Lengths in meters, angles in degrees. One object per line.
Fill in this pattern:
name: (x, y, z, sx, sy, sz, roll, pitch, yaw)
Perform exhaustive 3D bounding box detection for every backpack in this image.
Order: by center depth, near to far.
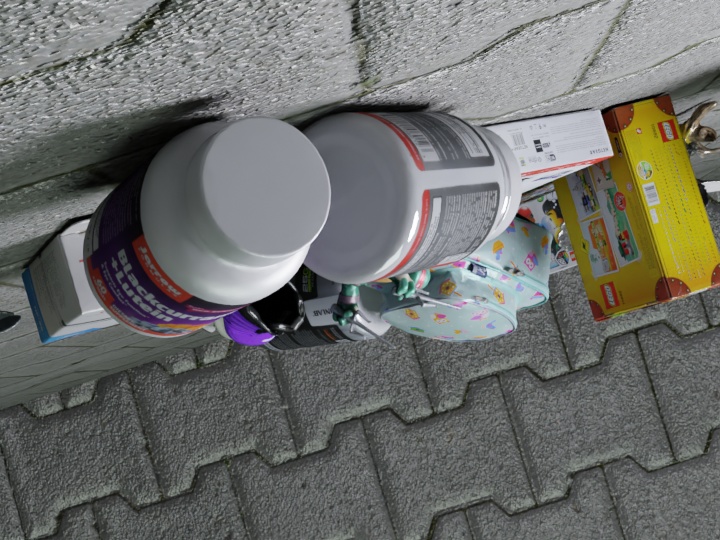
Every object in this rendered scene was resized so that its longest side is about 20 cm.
backpack: (0.120, 0.000, 1.547, 0.198, 0.156, 0.175, 9, 162, -38)

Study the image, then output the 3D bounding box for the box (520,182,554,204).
box: (0.194, -0.107, 1.577, 0.135, 0.038, 0.200, -16, 176, -26)

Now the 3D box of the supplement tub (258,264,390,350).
supplement tub: (-0.064, 0.031, 1.627, 0.198, 0.124, 0.122, -9, -179, 31)

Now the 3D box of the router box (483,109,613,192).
router box: (0.115, -0.095, 1.308, 0.198, 0.050, 0.179, -14, 175, -42)

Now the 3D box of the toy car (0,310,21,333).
toy car: (-0.371, 0.089, 1.118, 0.198, 0.159, 0.164, -28, -168, -17)

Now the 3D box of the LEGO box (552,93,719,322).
LEGO box: (0.281, -0.061, 1.408, 0.076, 0.203, 0.149, -15, 176, -24)

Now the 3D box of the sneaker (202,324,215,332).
sneaker: (-0.167, 0.002, 1.405, 0.085, 0.074, 0.200, -45, 169, -3)

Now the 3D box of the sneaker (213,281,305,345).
sneaker: (-0.098, 0.040, 1.363, 0.099, 0.070, 0.200, 26, 165, 20)

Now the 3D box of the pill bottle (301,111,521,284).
pill bottle: (0.037, -0.057, 0.990, 0.115, 0.117, 0.199, -19, 175, 31)

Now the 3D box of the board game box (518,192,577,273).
board game box: (0.225, -0.048, 1.906, 0.199, 0.128, 0.034, -22, 174, 43)

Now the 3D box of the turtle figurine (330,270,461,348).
turtle figurine: (0.000, 0.000, 1.373, 0.198, 0.102, 0.150, 20, 151, -12)

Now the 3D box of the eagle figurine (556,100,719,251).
eagle figurine: (0.336, -0.093, 1.593, 0.149, 0.201, 0.152, 20, 157, 26)

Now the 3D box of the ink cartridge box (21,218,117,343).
ink cartridge box: (-0.199, 0.001, 1.114, 0.115, 0.069, 0.200, -16, 175, -26)

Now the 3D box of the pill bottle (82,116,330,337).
pill bottle: (-0.096, -0.027, 0.847, 0.110, 0.113, 0.199, -15, 175, -29)
